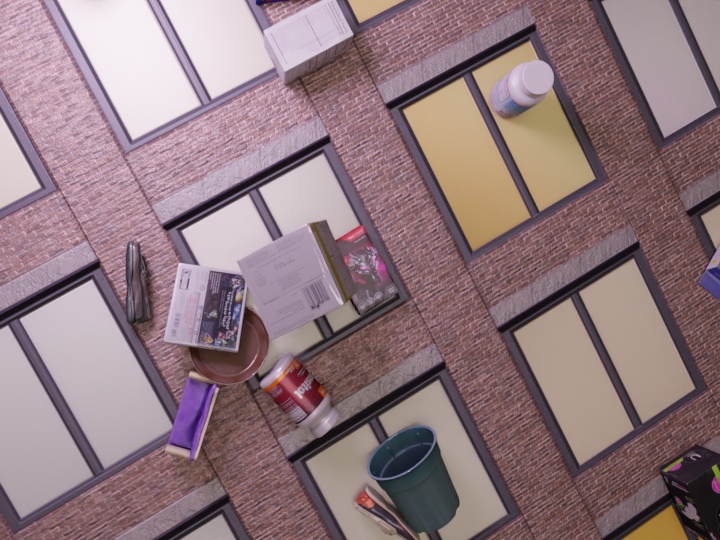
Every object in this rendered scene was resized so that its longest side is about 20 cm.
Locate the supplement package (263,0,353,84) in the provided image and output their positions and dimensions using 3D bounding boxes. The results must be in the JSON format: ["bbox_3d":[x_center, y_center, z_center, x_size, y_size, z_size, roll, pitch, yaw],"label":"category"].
[{"bbox_3d":[-0.131,-0.576,1.545,0.198,0.109,0.115,-29,94,-7],"label":"supplement package"}]

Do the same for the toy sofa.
[{"bbox_3d":[-0.410,0.354,1.510,0.081,0.098,0.204,18,88,-9],"label":"toy sofa"}]

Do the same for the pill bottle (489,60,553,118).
[{"bbox_3d":[0.416,-0.468,1.588,0.106,0.200,0.111,0,91,-9],"label":"pill bottle"}]

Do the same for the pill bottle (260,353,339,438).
[{"bbox_3d":[-0.148,0.317,1.544,0.113,0.113,0.200,-44,97,-6],"label":"pill bottle"}]

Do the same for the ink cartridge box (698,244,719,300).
[{"bbox_3d":[1.107,0.007,1.780,0.196,0.047,0.202,34,83,-9],"label":"ink cartridge box"}]

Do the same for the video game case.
[{"bbox_3d":[-0.377,0.091,1.522,0.178,0.023,0.204,8,70,-9],"label":"video game case"}]

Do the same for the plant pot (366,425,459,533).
[{"bbox_3d":[0.146,0.536,1.562,0.198,0.200,0.198,-31,103,-8],"label":"plant pot"}]

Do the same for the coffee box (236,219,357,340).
[{"bbox_3d":[-0.145,0.014,1.478,0.197,0.198,0.203,-25,93,12],"label":"coffee box"}]

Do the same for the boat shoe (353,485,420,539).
[{"bbox_3d":[0.070,0.648,1.602,0.199,0.071,0.063,42,90,-5],"label":"boat shoe"}]

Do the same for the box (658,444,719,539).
[{"bbox_3d":[0.964,0.623,1.718,0.147,0.124,0.203,-28,96,-8],"label":"box"}]

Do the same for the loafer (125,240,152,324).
[{"bbox_3d":[-0.542,0.028,1.511,0.062,0.072,0.205,0,97,-29],"label":"loafer"}]

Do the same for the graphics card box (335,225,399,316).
[{"bbox_3d":[0.000,0.000,1.598,0.124,0.051,0.203,-30,95,-7],"label":"graphics card box"}]

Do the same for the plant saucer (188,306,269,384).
[{"bbox_3d":[-0.326,0.184,1.532,0.196,0.037,0.205,3,71,-10],"label":"plant saucer"}]
